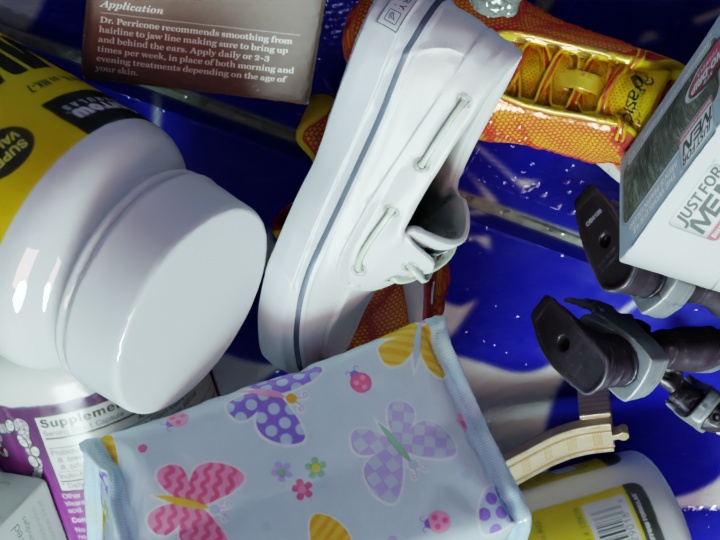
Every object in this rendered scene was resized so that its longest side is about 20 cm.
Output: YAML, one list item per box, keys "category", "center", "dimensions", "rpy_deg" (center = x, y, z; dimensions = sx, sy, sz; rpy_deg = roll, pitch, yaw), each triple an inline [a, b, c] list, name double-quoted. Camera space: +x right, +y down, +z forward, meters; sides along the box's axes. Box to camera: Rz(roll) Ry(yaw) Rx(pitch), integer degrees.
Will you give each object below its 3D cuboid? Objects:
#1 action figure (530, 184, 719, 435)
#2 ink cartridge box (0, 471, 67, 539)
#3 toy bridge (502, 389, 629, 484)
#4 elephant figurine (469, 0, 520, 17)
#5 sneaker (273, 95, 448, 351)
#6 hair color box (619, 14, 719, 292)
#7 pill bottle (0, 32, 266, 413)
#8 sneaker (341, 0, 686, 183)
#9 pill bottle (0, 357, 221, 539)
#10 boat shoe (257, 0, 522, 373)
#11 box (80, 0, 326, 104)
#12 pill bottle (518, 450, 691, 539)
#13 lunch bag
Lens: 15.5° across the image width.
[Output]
- category: "action figure"
  center: [0.172, 0.024, 1.228]
  dimensions: [0.199, 0.069, 0.130]
  rpy_deg: [14, 117, -41]
- category: "ink cartridge box"
  center: [-0.204, 0.192, 1.167]
  dimensions: [0.068, 0.200, 0.116]
  rpy_deg: [7, 128, 34]
- category: "toy bridge"
  center: [0.032, 0.090, 1.299]
  dimensions: [0.199, 0.067, 0.027]
  rpy_deg: [-7, 133, 7]
- category: "elephant figurine"
  center: [0.054, -0.222, 0.956]
  dimensions: [0.200, 0.156, 0.141]
  rpy_deg: [-41, 144, 22]
- category: "sneaker"
  center: [0.000, 0.000, 1.215]
  dimensions: [0.077, 0.073, 0.201]
  rpy_deg: [8, 126, 10]
- category: "hair color box"
  center: [0.215, -0.025, 1.074]
  dimensions: [0.199, 0.061, 0.099]
  rpy_deg: [16, 139, -14]
- category: "pill bottle"
  center: [-0.144, -0.030, 1.093]
  dimensions: [0.200, 0.114, 0.115]
  rpy_deg: [30, 138, 23]
- category: "sneaker"
  center: [0.088, -0.081, 1.123]
  dimensions: [0.199, 0.073, 0.077]
  rpy_deg: [14, 169, -19]
- category: "pill bottle"
  center: [-0.122, 0.058, 1.229]
  dimensions: [0.112, 0.112, 0.201]
  rpy_deg: [-11, 119, 11]
- category: "boat shoe"
  center: [0.011, -0.023, 1.084]
  dimensions: [0.067, 0.074, 0.201]
  rpy_deg: [28, 134, 11]
- category: "box"
  center: [-0.056, -0.168, 1.056]
  dimensions: [0.100, 0.075, 0.201]
  rpy_deg: [7, 134, -5]
- category: "pill bottle"
  center: [0.060, 0.166, 1.306]
  dimensions: [0.199, 0.112, 0.112]
  rpy_deg: [-14, 134, -10]
- category: "lunch bag"
  center: [-0.024, 0.128, 1.147]
  dimensions: [0.169, 0.128, 0.200]
  rpy_deg: [-18, 158, -13]
